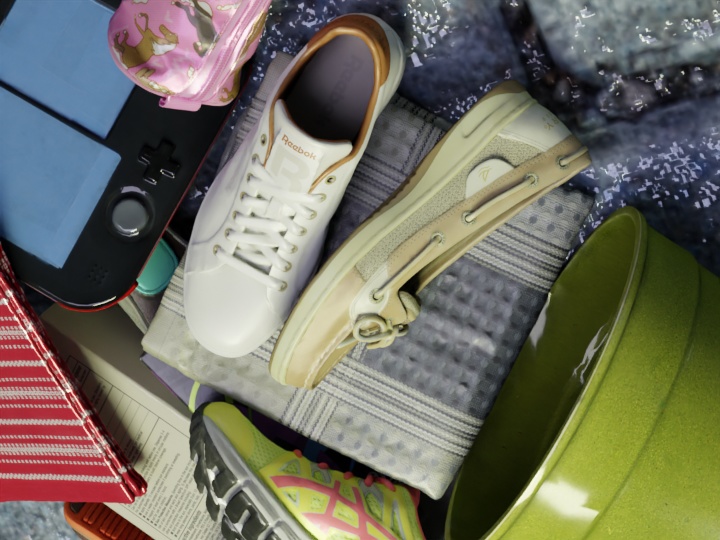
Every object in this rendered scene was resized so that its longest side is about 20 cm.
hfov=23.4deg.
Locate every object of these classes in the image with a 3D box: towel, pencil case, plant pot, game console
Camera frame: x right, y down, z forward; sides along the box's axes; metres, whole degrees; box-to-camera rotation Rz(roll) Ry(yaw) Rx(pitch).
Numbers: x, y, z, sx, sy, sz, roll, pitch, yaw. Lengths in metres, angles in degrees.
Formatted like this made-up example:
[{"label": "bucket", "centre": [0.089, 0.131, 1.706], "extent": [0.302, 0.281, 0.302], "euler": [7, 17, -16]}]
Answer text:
[{"label": "towel", "centre": [-0.221, 0.062, 1.038], "extent": [0.144, 0.023, 0.201], "euler": [-5, 122, 40]}, {"label": "pencil case", "centre": [-0.059, -0.178, 0.905], "extent": [0.083, 0.087, 0.200], "euler": [34, 121, -3]}, {"label": "towel", "centre": [0.000, 0.000, 0.963], "extent": [0.199, 0.035, 0.194], "euler": [27, 96, 5]}, {"label": "plant pot", "centre": [0.174, 0.101, 0.897], "extent": [0.192, 0.201, 0.201], "euler": [28, 124, -5]}, {"label": "game console", "centre": [-0.184, -0.091, 0.998], "extent": [0.199, 0.031, 0.178], "euler": [29, 93, 8]}]

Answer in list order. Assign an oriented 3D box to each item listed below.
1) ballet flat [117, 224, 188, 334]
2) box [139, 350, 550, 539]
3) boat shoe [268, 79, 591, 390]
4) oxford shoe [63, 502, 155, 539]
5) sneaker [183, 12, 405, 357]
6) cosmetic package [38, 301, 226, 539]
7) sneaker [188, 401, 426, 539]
[{"label": "ballet flat", "centre": [-0.112, 0.013, 1.051], "extent": [0.067, 0.064, 0.200], "euler": [-41, 95, -6]}, {"label": "box", "centre": [-0.008, 0.070, 1.005], "extent": [0.200, 0.036, 0.143], "euler": [44, 93, -3]}, {"label": "boat shoe", "centre": [0.033, -0.007, 0.906], "extent": [0.063, 0.073, 0.201], "euler": [43, 90, 9]}, {"label": "oxford shoe", "centre": [-0.109, 0.205, 1.138], "extent": [0.199, 0.071, 0.073], "euler": [26, 128, 11]}, {"label": "sneaker", "centre": [-0.044, -0.046, 0.908], "extent": [0.072, 0.085, 0.201], "euler": [26, 97, 4]}, {"label": "cosmetic package", "centre": [-0.121, 0.102, 1.089], "extent": [0.199, 0.071, 0.105], "euler": [36, 125, 4]}, {"label": "sneaker", "centre": [-0.012, 0.140, 0.964], "extent": [0.200, 0.090, 0.078], "euler": [45, 156, 5]}]
